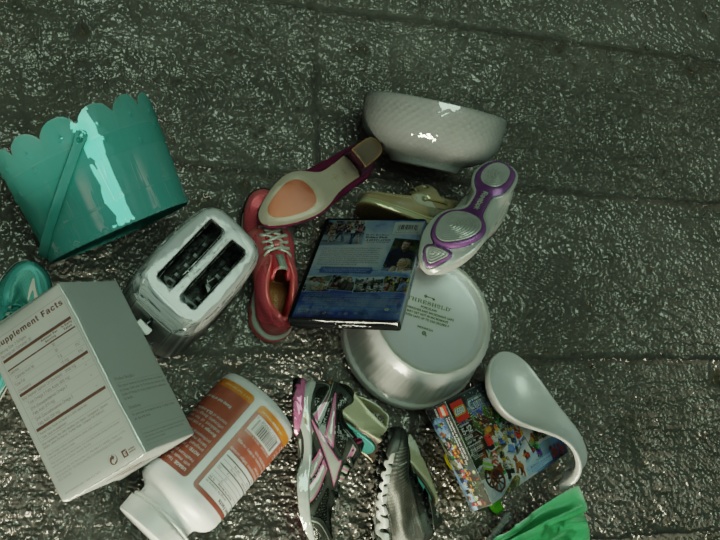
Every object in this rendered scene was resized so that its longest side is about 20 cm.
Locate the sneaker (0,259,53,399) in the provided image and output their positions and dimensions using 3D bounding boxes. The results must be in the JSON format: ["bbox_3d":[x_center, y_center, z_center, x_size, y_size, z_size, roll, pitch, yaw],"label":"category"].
[{"bbox_3d":[-0.406,0.080,1.086,0.077,0.080,0.202,23,69,-13],"label":"sneaker"}]

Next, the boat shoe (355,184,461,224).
[{"bbox_3d":[0.083,-0.082,1.316,0.198,0.072,0.066,13,68,-23],"label":"boat shoe"}]

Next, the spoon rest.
[{"bbox_3d":[0.231,0.191,1.232,0.201,0.060,0.099,53,41,-9],"label":"spoon rest"}]

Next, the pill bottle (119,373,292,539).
[{"bbox_3d":[-0.181,0.228,1.115,0.112,0.112,0.200,45,67,-5],"label":"pill bottle"}]

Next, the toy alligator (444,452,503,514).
[{"bbox_3d":[0.143,0.232,1.265,0.059,0.054,0.202,-28,87,-24],"label":"toy alligator"}]

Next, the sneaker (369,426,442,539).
[{"bbox_3d":[0.058,0.285,1.174,0.089,0.067,0.203,2,106,-5],"label":"sneaker"}]

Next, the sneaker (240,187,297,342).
[{"bbox_3d":[-0.106,-0.014,1.217,0.073,0.087,0.203,-2,77,-21],"label":"sneaker"}]

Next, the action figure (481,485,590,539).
[{"bbox_3d":[0.203,0.361,1.246,0.198,0.055,0.119,-22,115,-12],"label":"action figure"}]

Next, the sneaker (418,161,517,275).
[{"bbox_3d":[0.145,-0.051,1.247,0.074,0.100,0.200,30,58,22],"label":"sneaker"}]

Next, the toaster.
[{"bbox_3d":[-0.201,0.007,1.154,0.114,0.129,0.200,44,66,-5],"label":"toaster"}]

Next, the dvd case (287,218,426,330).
[{"bbox_3d":[0.000,0.000,1.205,0.141,0.018,0.201,1,41,15],"label":"dvd case"}]

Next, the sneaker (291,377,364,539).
[{"bbox_3d":[-0.037,0.231,1.158,0.085,0.080,0.203,-3,96,-2],"label":"sneaker"}]

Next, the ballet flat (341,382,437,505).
[{"bbox_3d":[0.033,0.221,1.225,0.200,0.069,0.070,43,67,-5],"label":"ballet flat"}]

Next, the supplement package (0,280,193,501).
[{"bbox_3d":[-0.293,0.125,1.034,0.117,0.117,0.202,-31,82,15],"label":"supplement package"}]

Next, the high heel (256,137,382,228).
[{"bbox_3d":[-0.058,-0.104,1.256,0.199,0.096,0.068,-30,88,-22],"label":"high heel"}]

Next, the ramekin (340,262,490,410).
[{"bbox_3d":[0.079,0.074,1.247,0.199,0.094,0.205,6,69,-15],"label":"ramekin"}]

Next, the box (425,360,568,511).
[{"bbox_3d":[0.183,0.211,1.247,0.199,0.038,0.138,-17,79,-49],"label":"box"}]

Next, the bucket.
[{"bbox_3d":[-0.307,-0.104,1.107,0.205,0.207,0.136,-26,94,-24],"label":"bucket"}]

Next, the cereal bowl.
[{"bbox_3d":[0.094,-0.180,1.285,0.197,0.200,0.085,10,97,-18],"label":"cereal bowl"}]
